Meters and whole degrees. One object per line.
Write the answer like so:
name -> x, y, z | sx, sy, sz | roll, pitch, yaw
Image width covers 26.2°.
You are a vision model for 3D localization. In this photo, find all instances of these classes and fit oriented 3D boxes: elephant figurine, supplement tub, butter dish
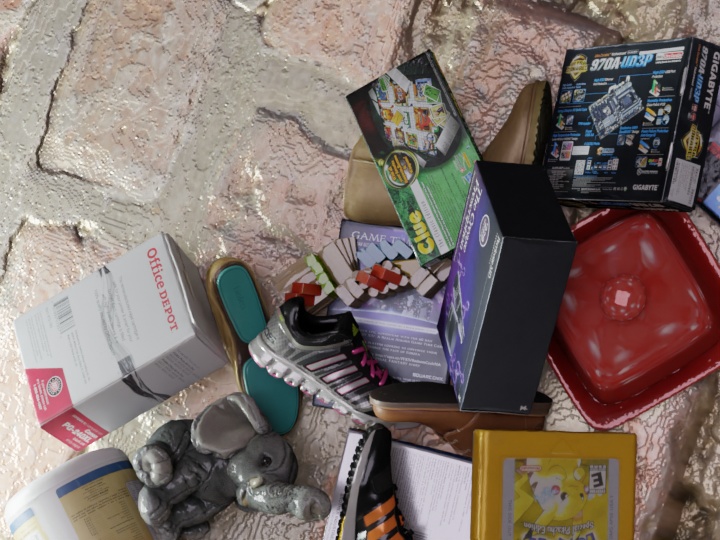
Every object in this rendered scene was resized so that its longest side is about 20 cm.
elephant figurine -> -0.122, 0.201, 1.583 | 0.198, 0.141, 0.157 | -17, 78, 12
supplement tub -> -0.268, 0.302, 1.611 | 0.144, 0.145, 0.201 | -31, 79, 8
butter dish -> 0.260, 0.031, 1.517 | 0.198, 0.148, 0.201 | -31, 79, 9

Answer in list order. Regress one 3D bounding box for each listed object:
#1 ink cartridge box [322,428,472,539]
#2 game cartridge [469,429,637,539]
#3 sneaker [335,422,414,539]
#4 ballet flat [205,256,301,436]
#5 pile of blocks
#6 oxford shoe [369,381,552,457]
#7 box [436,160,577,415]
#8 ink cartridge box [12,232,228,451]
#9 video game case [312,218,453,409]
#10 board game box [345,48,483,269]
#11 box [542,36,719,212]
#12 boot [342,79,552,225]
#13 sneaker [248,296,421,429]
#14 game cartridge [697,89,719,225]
ink cartridge box -> 0.071, 0.252, 1.574 | 0.198, 0.076, 0.138 | 13, 88, 15
game cartridge -> 0.192, 0.259, 1.526 | 0.174, 0.032, 0.203 | 3, 84, -19
sneaker -> 0.023, 0.254, 1.521 | 0.089, 0.070, 0.202 | 11, 88, -2
ballet flat -> -0.114, 0.078, 1.638 | 0.068, 0.063, 0.202 | -21, 103, -20
pile of blocks -> 0.000, 0.000, 1.605 | 0.198, 0.062, 0.083 | -11, 82, 11
oxford shoe -> 0.099, 0.152, 1.544 | 0.198, 0.071, 0.072 | 8, 103, -22
box -> 0.137, 0.017, 1.491 | 0.078, 0.142, 0.202 | 2, 123, -13
ink cartridge box -> -0.254, 0.075, 1.637 | 0.199, 0.083, 0.146 | -29, 53, 8
video game case -> 0.033, 0.054, 1.633 | 0.141, 0.019, 0.202 | 8, 85, 13
board game box -> 0.068, -0.114, 1.580 | 0.104, 0.023, 0.202 | -26, 75, 11
box -> 0.262, -0.141, 1.521 | 0.046, 0.199, 0.161 | 14, 86, -30
boot -> 0.091, -0.126, 1.615 | 0.198, 0.066, 0.177 | 10, 81, 17
sneaker -> -0.012, 0.091, 1.573 | 0.198, 0.074, 0.088 | 26, 109, 2
game cartridge -> 0.404, -0.095, 1.557 | 0.200, 0.038, 0.130 | 43, 90, 13
